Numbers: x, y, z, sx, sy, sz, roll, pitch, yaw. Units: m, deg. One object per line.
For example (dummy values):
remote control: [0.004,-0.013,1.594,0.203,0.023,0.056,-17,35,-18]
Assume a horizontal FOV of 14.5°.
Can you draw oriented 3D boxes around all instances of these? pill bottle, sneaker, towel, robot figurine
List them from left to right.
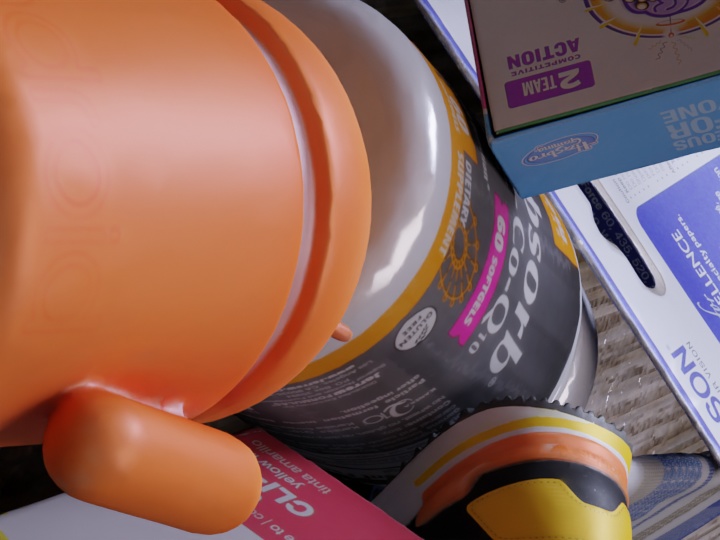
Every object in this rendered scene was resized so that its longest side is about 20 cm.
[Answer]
robot figurine: [-0.076,-0.014,0.666,0.200,0.144,0.117,-3,116,-51]
pill bottle: [0.000,0.000,0.850,0.116,0.116,0.200,-68,154,-9]
sneaker: [0.013,0.124,0.841,0.200,0.070,0.090,-51,-152,39]
towel: [0.058,0.098,0.981,0.147,0.024,0.200,-34,164,22]

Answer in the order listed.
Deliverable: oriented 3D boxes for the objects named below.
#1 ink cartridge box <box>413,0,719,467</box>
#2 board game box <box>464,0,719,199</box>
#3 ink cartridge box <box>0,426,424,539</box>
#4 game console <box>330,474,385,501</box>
ink cartridge box: [0.107,-0.028,0.990,0.047,0.198,0.200,-35,176,38]
board game box: [0.097,-0.133,0.822,0.040,0.153,0.200,54,25,-61]
ink cartridge box: [-0.083,0.139,0.750,0.200,0.083,0.145,-17,133,-50]
game console: [0.003,0.129,1.038,0.200,0.031,0.177,16,91,-64]
